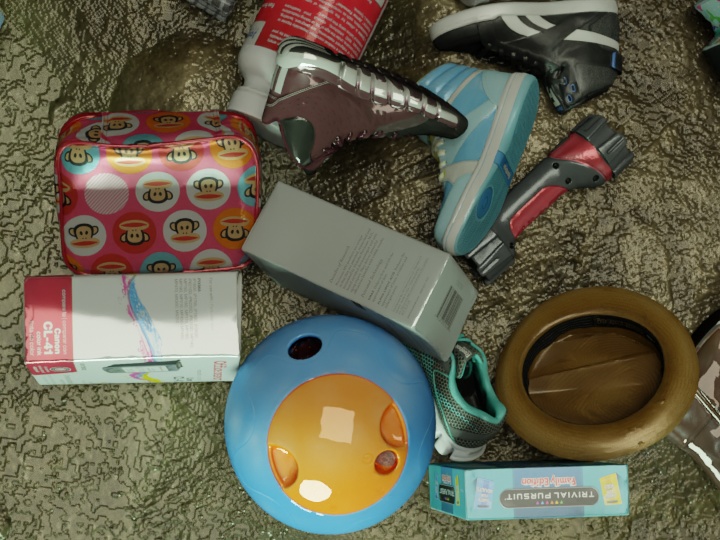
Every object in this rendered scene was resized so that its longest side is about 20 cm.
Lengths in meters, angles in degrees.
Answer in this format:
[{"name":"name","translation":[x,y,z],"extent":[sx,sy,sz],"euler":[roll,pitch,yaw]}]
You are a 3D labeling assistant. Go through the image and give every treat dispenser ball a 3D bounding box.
[{"name":"treat dispenser ball","translation":[-0.028,0.143,1.468],"extent":[0.198,0.201,0.204],"euler":[1,85,-7]}]

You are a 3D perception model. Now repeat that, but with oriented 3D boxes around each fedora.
[{"name":"fedora","translation":[0.233,0.113,1.547],"extent":[0.198,0.082,0.203],"euler":[-7,57,11]}]

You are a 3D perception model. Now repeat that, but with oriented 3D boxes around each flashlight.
[{"name":"flashlight","translation":[0.184,-0.069,1.586],"extent":[0.200,0.068,0.068],"euler":[-44,47,-5]}]

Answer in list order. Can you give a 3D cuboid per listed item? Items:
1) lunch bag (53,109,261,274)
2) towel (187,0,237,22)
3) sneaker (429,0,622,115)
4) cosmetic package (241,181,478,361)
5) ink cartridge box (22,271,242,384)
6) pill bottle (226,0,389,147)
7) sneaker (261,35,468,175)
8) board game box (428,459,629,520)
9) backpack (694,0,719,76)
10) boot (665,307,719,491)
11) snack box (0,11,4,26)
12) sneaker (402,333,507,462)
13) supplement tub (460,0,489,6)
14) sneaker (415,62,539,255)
[{"name":"lunch bag","translation":[-0.191,-0.061,1.508],"extent":[0.197,0.082,0.178],"euler":[-1,119,-7]},{"name":"towel","translation":[-0.153,-0.374,1.561],"extent":[0.164,0.086,0.202],"euler":[28,82,-4]},{"name":"sneaker","translation":[0.173,-0.210,1.590],"extent":[0.197,0.073,0.113],"euler":[-8,84,-9]},{"name":"cosmetic package","translation":[0.000,0.000,1.491],"extent":[0.198,0.113,0.082],"euler":[22,79,27]},{"name":"ink cartridge box","translation":[-0.211,0.056,1.479],"extent":[0.197,0.148,0.087],"euler":[0,77,-5]},{"name":"pill bottle","translation":[-0.052,-0.226,1.545],"extent":[0.111,0.112,0.202],"euler":[26,82,-4]},{"name":"sneaker","translation":[-0.004,-0.135,1.490],"extent":[0.198,0.076,0.117],"euler":[20,104,-17]},{"name":"board game box","translation":[0.153,0.205,1.485],"extent":[0.149,0.200,0.048],"euler":[-1,85,-6]},{"name":"backpack","translation":[0.448,-0.275,1.579],"extent":[0.199,0.177,0.151],"euler":[-35,94,-13]},{"name":"boot","translation":[0.403,0.143,1.589],"extent":[0.200,0.064,0.187],"euler":[44,95,2]},{"name":"snack box","translation":[-0.469,-0.216,1.516],"extent":[0.198,0.068,0.170],"euler":[24,83,-5]},{"name":"sneaker","translation":[0.085,0.082,1.532],"extent":[0.077,0.091,0.202],"euler":[-23,81,-32]},{"name":"supplement tub","translation":[0.176,-0.359,1.571],"extent":[0.198,0.140,0.142],"euler":[-24,88,-8]},{"name":"sneaker","translation":[0.086,-0.116,1.554],"extent":[0.129,0.080,0.202],"euler":[18,69,20]}]
